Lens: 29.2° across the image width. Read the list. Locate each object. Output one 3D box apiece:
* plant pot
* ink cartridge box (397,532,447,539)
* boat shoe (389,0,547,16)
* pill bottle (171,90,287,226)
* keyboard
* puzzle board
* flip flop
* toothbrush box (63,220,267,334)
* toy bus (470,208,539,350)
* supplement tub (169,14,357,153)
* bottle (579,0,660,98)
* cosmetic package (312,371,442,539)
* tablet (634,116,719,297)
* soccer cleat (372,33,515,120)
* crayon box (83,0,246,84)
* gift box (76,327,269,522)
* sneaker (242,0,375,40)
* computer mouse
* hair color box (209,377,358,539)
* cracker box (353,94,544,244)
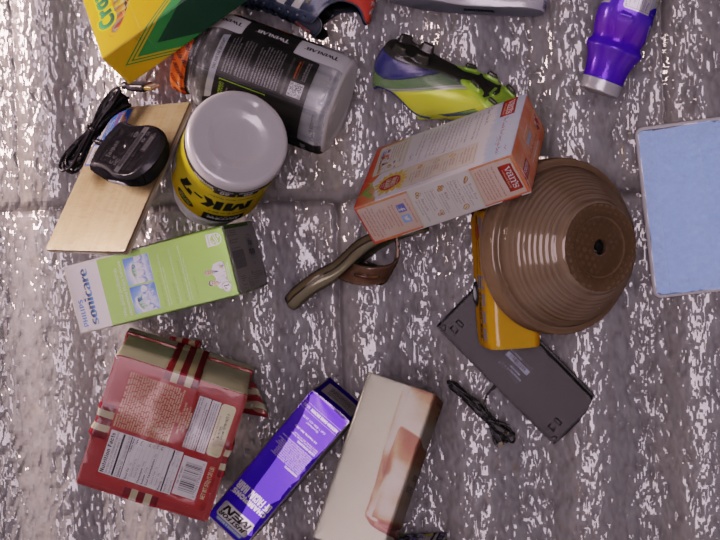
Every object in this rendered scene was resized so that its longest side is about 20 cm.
[{"bbox_3d":[0.239,-0.027,1.539,0.200,0.093,0.202,0,90,-28],"label":"plant pot"},{"bbox_3d":[0.009,0.379,1.673,0.199,0.050,0.110,-5,92,11],"label":"ink cartridge box"},{"bbox_3d":[0.119,-0.336,1.607,0.199,0.074,0.066,5,90,-1],"label":"boat shoe"},{"bbox_3d":[-0.156,-0.121,1.585,0.114,0.200,0.115,3,76,-13],"label":"pill bottle"},{"bbox_3d":[0.170,0.128,1.646,0.127,0.021,0.200,-45,85,3],"label":"keyboard"},{"bbox_3d":[-0.283,-0.108,1.635,0.150,0.017,0.201,2,63,42],"label":"puzzle board"},{"bbox_3d":[0.000,0.000,1.636,0.200,0.081,0.058,-33,83,14],"label":"flip flop"},{"bbox_3d":[-0.227,0.007,1.641,0.199,0.146,0.087,-15,92,11],"label":"toothbrush box"},{"bbox_3d":[0.166,-0.012,1.601,0.065,0.078,0.201,-3,93,-7],"label":"toy bus"},{"bbox_3d":[-0.114,-0.224,1.620,0.199,0.123,0.123,21,97,7],"label":"supplement tub"},{"bbox_3d":[0.304,-0.297,1.565,0.065,0.084,0.201,20,95,7],"label":"bottle"},{"bbox_3d":[0.023,0.230,1.612,0.087,0.103,0.201,18,83,11],"label":"cosmetic package"},{"bbox_3d":[0.393,-0.074,1.600,0.129,0.014,0.201,-7,93,9],"label":"tablet"},{"bbox_3d":[0.107,-0.203,1.626,0.199,0.065,0.084,28,127,3],"label":"soccer cleat"},{"bbox_3d":[-0.239,-0.340,1.613,0.172,0.058,0.200,-32,49,9],"label":"crayon box"},{"bbox_3d":[-0.216,0.188,1.632,0.199,0.187,0.185,23,96,-7],"label":"gift box"},{"bbox_3d":[-0.079,-0.313,1.632,0.199,0.075,0.085,-5,88,9],"label":"sneaker"},{"bbox_3d":[-0.260,-0.157,1.609,0.046,0.200,0.141,43,69,-36],"label":"computer mouse"},{"bbox_3d":[-0.088,0.227,1.650,0.065,0.109,0.200,39,98,5],"label":"hair color box"},{"bbox_3d":[0.102,-0.114,1.557,0.199,0.134,0.058,-18,118,27],"label":"cracker box"}]
